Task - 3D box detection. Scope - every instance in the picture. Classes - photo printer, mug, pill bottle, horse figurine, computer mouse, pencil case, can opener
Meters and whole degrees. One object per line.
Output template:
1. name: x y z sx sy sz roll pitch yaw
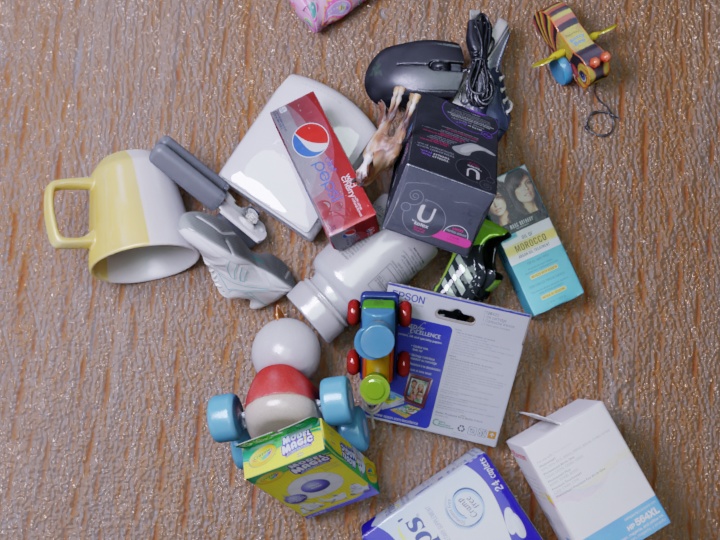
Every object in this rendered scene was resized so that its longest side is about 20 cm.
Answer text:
1. photo printer: -0.082 -0.168 1.243 0.166 0.069 0.201 34 84 4
2. mug: -0.313 -0.083 1.183 0.148 0.186 0.155 -18 74 18
3. pill bottle: 0.000 0.000 1.200 0.200 0.114 0.114 -43 85 -6
4. horse figurine: 0.034 -0.176 1.146 0.049 0.200 0.134 23 101 -6
5. computer mouse: 0.089 -0.289 1.231 0.198 0.053 0.140 -5 77 25
6. pencil case: -0.011 -0.433 1.271 0.199 0.087 0.088 -35 84 -4
7. can opener: -0.209 -0.100 1.199 0.066 0.053 0.200 -38 113 22

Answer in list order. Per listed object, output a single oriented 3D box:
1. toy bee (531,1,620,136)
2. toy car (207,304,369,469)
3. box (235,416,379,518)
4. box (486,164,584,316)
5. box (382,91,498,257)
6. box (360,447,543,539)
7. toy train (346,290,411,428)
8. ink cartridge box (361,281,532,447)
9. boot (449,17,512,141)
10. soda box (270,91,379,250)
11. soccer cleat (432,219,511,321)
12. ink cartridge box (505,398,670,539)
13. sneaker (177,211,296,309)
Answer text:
1. toy bee: 0.324 -0.308 1.247 0.200 0.109 0.131 41 82 4
2. toy car: -0.095 0.144 1.183 0.182 0.177 0.202 -10 55 9
3. box: -0.066 0.253 1.117 0.116 0.200 0.049 -23 50 14
4. box: 0.236 -0.041 1.241 0.082 0.049 0.202 -24 84 -4
5. box: 0.108 -0.130 1.152 0.121 0.201 0.107 19 127 -4
6. box: 0.129 0.369 1.161 0.199 0.105 0.185 -33 84 -4
7. toy train: 0.021 0.138 1.115 0.084 0.116 0.202 2 107 3
8. ink cartridge box: 0.113 0.125 1.186 0.195 0.047 0.202 13 105 2
9. boot: 0.187 -0.257 1.264 0.090 0.073 0.201 28 91 -4
10. soda box: -0.047 -0.131 1.153 0.069 0.063 0.201 -25 72 -3
11. soccer cleat: 0.148 0.026 1.206 0.081 0.067 0.202 20 94 33
12. ink cartridge box: 0.291 0.267 1.163 0.124 0.129 0.201 -28 84 -4
13. sneaker: -0.177 -0.005 1.176 0.080 0.200 0.071 -38 40 17
